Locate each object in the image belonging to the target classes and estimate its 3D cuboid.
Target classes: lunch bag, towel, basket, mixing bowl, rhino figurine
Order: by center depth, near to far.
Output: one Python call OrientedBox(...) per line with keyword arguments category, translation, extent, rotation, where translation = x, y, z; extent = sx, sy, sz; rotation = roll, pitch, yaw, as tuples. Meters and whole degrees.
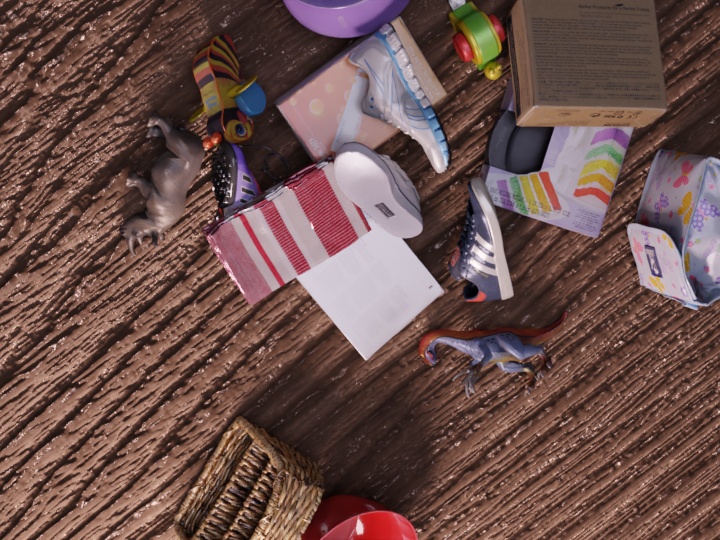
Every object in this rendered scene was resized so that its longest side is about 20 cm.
OrientedBox(category="towel", translation=(-0.094, -0.051, 1.411), extent=(0.198, 0.023, 0.145), rotation=(-31, 130, -1))
OrientedBox(category="rhino figurine", translation=(-0.274, -0.109, 1.437), extent=(0.086, 0.060, 0.202), rotation=(22, 105, -7))
OrientedBox(category="basket", translation=(-0.161, 0.337, 1.488), extent=(0.148, 0.143, 0.202), rotation=(33, 94, -13))
OrientedBox(category="lunch bag", translation=(0.461, -0.059, 1.489), extent=(0.125, 0.170, 0.203), rotation=(13, 99, -11))
OrientedBox(category="mixing bowl", translation=(-0.026, 0.399, 1.519), extent=(0.197, 0.108, 0.203), rotation=(-14, 121, -25))

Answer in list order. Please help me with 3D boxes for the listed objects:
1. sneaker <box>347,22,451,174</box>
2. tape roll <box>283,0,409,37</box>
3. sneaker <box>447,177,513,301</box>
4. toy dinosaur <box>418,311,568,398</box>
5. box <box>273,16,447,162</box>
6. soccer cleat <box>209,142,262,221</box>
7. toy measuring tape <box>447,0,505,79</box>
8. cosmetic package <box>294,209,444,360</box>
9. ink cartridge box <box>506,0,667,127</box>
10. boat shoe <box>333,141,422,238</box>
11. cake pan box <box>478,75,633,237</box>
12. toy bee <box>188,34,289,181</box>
OrientedBox(category="sneaker", translation=(0.049, -0.209, 1.366), extent=(0.086, 0.075, 0.202), rotation=(-28, 96, 5))
OrientedBox(category="tape roll", translation=(-0.022, -0.411, 1.363), extent=(0.196, 0.085, 0.204), rotation=(-3, 76, 10))
OrientedBox(category="sneaker", translation=(0.158, -0.034, 1.480), extent=(0.083, 0.075, 0.202), rotation=(-13, 123, 7))
OrientedBox(category="toy dinosaur", translation=(0.182, 0.115, 1.550), extent=(0.180, 0.105, 0.201), rotation=(29, 58, 1))
OrientedBox(category="box", translation=(-0.002, -0.233, 1.433), extent=(0.199, 0.098, 0.125), rotation=(-36, 104, 0))
OrientedBox(category="soccer cleat", translation=(-0.157, -0.095, 1.417), extent=(0.072, 0.069, 0.202), rotation=(-17, 140, -19))
OrientedBox(category="toy measuring tape", translation=(0.145, -0.353, 1.447), extent=(0.073, 0.074, 0.202), rotation=(-29, 103, -2))
OrientedBox(category="cosmetic package", translation=(0.000, 0.000, 1.498), extent=(0.150, 0.052, 0.201), rotation=(-39, 102, 2))
OrientedBox(category="ink cartridge box", translation=(0.306, -0.285, 1.444), extent=(0.196, 0.075, 0.168), rotation=(0, 77, -12))
OrientedBox(category="boat shoe", translation=(0.024, -0.118, 1.407), extent=(0.072, 0.066, 0.200), rotation=(-10, 146, 22))
OrientedBox(category="cake pan box", translation=(0.272, -0.163, 1.508), extent=(0.197, 0.052, 0.187), rotation=(18, 95, -9))
OrientedBox(category="toy bee", translation=(-0.171, -0.210, 1.398), extent=(0.201, 0.108, 0.131), rotation=(49, 130, 8))
